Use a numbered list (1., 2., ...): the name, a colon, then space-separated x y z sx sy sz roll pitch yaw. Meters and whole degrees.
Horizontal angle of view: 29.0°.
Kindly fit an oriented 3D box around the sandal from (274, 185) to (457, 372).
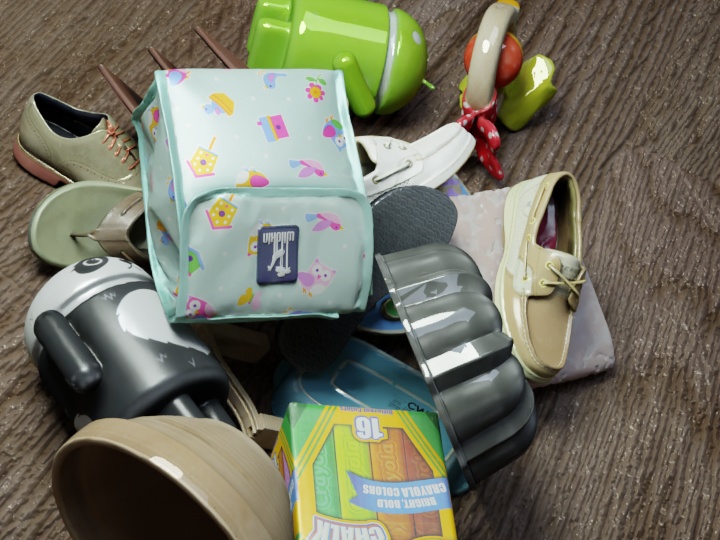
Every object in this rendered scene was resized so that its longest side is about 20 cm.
1. sandal: -0.001 0.000 1.199 0.200 0.043 0.076 -44 103 -9

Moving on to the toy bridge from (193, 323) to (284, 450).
1. toy bridge: -0.111 0.060 1.205 0.067 0.027 0.201 17 42 -38

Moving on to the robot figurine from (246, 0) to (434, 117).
1. robot figurine: -0.019 -0.231 1.475 0.198 0.116 0.176 10 38 -11

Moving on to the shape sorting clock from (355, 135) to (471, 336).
1. shape sorting clock: 0.021 -0.036 1.296 0.198 0.039 0.201 7 65 -14

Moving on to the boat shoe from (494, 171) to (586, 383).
1. boat shoe: 0.167 0.000 1.249 0.074 0.066 0.201 18 60 -32

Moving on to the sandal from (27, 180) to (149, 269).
1. sandal: -0.196 -0.040 1.247 0.200 0.057 0.080 0 91 -21

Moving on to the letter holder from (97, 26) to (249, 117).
1. letter holder: -0.141 -0.147 1.286 0.142 0.101 0.200 38 8 -46

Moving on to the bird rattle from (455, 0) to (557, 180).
1. bird rattle: 0.131 -0.202 1.483 0.112 0.164 0.200 16 32 21

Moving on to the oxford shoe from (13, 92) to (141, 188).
1. oxford shoe: -0.232 -0.100 1.301 0.199 0.075 0.071 23 43 1

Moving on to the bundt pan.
1. bundt pan: 0.083 0.068 1.105 0.075 0.202 0.203 -22 52 1

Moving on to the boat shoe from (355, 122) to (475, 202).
1. boat shoe: 0.019 -0.090 1.249 0.200 0.071 0.070 -35 107 -26

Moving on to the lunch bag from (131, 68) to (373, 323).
1. lunch bag: -0.085 -0.054 1.114 0.169 0.122 0.201 -2 70 -24

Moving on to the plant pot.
1. plant pot: -0.116 0.173 0.989 0.200 0.201 0.093 34 48 14

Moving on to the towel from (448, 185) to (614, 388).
1. towel: 0.139 0.017 1.286 0.199 0.032 0.192 -10 76 -40

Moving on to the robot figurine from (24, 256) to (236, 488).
1. robot figurine: -0.183 0.079 1.110 0.124 0.151 0.200 -29 62 -24

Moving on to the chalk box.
1. chalk box: -0.002 0.218 1.045 0.124 0.124 0.201 5 46 -15

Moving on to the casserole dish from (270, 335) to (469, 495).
1. casserole dish: 0.017 0.122 1.207 0.199 0.039 0.121 30 46 9
